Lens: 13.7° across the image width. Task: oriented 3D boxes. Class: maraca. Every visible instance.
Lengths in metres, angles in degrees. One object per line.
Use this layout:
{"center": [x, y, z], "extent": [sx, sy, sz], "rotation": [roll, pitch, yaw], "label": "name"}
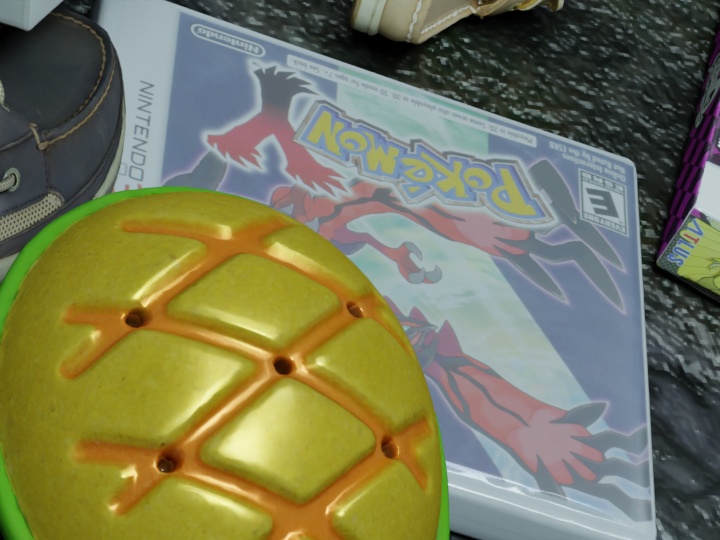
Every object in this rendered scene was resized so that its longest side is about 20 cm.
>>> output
{"center": [-0.034, 0.067, 0.814], "extent": [0.136, 0.107, 0.201], "rotation": [-4, 65, -24], "label": "maraca"}

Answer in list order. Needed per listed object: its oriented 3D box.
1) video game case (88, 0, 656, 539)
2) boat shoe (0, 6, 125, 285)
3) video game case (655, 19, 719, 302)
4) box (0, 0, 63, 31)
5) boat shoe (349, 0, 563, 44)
{"center": [0.000, 0.000, 0.964], "extent": [0.199, 0.023, 0.183], "rotation": [18, 42, -15], "label": "video game case"}
{"center": [-0.125, -0.032, 0.867], "extent": [0.074, 0.074, 0.200], "rotation": [19, 38, 16], "label": "boat shoe"}
{"center": [0.208, -0.030, 1.110], "extent": [0.181, 0.036, 0.200], "rotation": [28, 40, -5], "label": "video game case"}
{"center": [-0.158, -0.167, 0.933], "extent": [0.199, 0.098, 0.124], "rotation": [18, 37, 18], "label": "box"}
{"center": [0.062, -0.132, 1.096], "extent": [0.069, 0.074, 0.200], "rotation": [30, 39, 9], "label": "boat shoe"}
